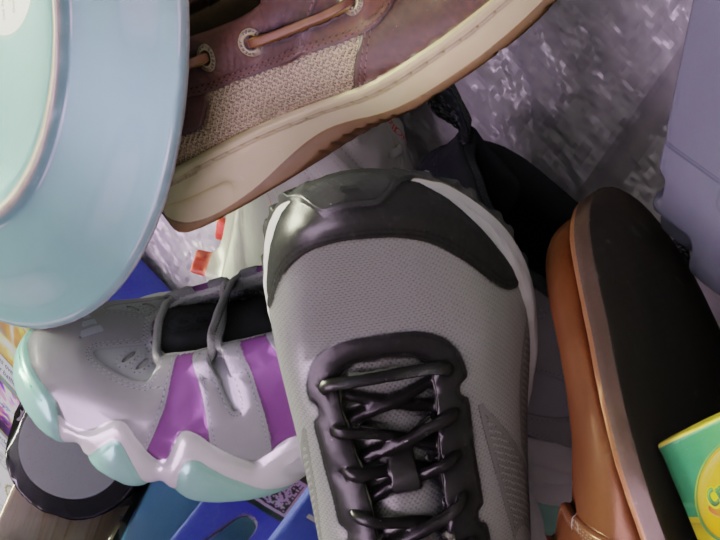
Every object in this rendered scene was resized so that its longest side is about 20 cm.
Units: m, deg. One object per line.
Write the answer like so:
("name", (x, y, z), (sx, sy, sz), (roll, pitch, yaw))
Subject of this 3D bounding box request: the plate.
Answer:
("plate", (-0.116, -0.081, 0.891), (0.200, 0.025, 0.201), (15, 110, 51))

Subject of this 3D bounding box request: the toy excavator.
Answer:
("toy excavator", (-0.053, 0.152, 1.029), (0.199, 0.195, 0.100), (24, 175, 0))

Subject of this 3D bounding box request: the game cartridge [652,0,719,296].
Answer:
("game cartridge", (0.143, -0.048, 0.754), (0.133, 0.041, 0.201), (42, 146, 28))

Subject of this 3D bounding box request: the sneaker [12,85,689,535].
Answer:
("sneaker", (0.000, 0.000, 0.894), (0.078, 0.199, 0.140), (-93, 10, -51))

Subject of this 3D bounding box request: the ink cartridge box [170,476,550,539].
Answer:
("ink cartridge box", (0.025, 0.126, 0.945), (0.199, 0.119, 0.042), (30, 146, 14))

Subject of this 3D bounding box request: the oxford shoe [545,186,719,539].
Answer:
("oxford shoe", (0.073, 0.078, 0.832), (0.071, 0.071, 0.201), (-16, 80, 35))

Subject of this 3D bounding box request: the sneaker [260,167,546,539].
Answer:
("sneaker", (0.018, 0.056, 0.840), (0.074, 0.080, 0.201), (-8, 128, 6))

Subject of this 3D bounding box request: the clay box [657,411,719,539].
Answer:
("clay box", (0.148, 0.089, 0.753), (0.115, 0.047, 0.201), (-34, 78, 54))

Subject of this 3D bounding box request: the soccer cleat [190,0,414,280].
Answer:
("soccer cleat", (-0.009, -0.040, 0.947), (0.077, 0.069, 0.201), (14, 129, 10))

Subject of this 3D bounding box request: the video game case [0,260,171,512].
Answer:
("video game case", (-0.080, 0.092, 1.165), (0.200, 0.045, 0.182), (46, 146, 16))

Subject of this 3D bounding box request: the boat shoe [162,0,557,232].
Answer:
("boat shoe", (-0.001, -0.083, 0.833), (0.200, 0.072, 0.072), (-29, 104, 38))
